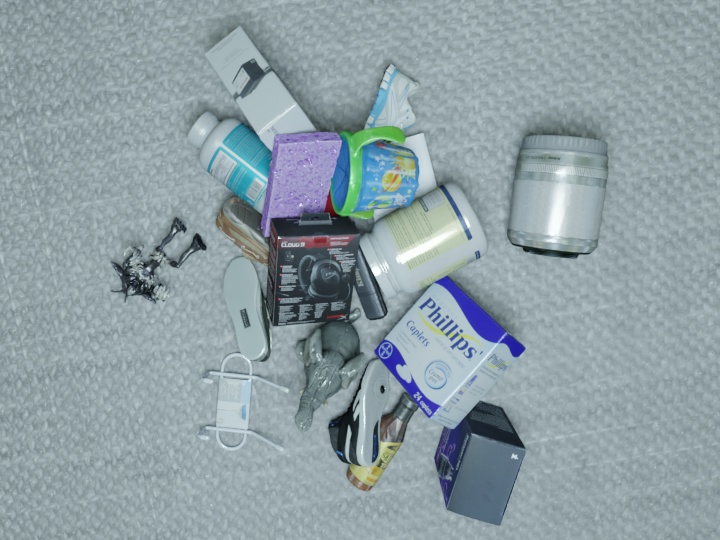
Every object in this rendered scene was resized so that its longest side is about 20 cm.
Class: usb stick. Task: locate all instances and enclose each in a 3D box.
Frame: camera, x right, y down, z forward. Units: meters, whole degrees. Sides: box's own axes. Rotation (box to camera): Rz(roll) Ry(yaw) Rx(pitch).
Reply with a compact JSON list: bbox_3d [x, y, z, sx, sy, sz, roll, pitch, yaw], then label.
[{"bbox_3d":[0.000,0.000,1.166,0.032,0.055,0.202,-29,104,-38],"label":"usb stick"}]

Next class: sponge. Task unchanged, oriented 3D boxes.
[{"bbox_3d":[-0.105,-0.144,1.053,0.110,0.030,0.201,-9,140,-26],"label":"sponge"}]

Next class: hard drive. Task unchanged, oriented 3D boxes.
[{"bbox_3d":[0.081,-0.141,1.164,0.130,0.025,0.203,-15,97,3],"label":"hard drive"}]

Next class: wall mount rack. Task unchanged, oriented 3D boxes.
[{"bbox_3d":[-0.224,0.270,1.197,0.171,0.075,0.203,6,98,0],"label":"wall mount rack"}]

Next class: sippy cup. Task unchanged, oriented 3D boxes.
[{"bbox_3d":[0.026,-0.160,1.036,0.128,0.178,0.142,1,93,-16],"label":"sippy cup"}]

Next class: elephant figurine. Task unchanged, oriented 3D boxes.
[{"bbox_3d":[-0.055,0.175,1.119,0.139,0.200,0.158,-12,97,2],"label":"elephant figurine"}]

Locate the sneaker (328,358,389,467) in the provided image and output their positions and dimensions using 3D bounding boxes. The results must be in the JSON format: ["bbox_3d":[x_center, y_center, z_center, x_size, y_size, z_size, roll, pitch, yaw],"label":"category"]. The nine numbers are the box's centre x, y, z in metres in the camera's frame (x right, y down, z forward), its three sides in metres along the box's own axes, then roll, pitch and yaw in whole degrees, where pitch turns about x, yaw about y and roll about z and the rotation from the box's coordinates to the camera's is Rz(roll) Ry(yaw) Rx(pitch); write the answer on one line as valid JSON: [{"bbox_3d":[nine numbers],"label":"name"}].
[{"bbox_3d":[-0.012,0.272,1.198,0.111,0.073,0.203,-8,66,42],"label":"sneaker"}]

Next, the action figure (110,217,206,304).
[{"bbox_3d":[-0.390,-0.005,1.151,0.200,0.102,0.119,-42,107,4],"label":"action figure"}]

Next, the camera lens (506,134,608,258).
[{"bbox_3d":[0.350,-0.129,1.095,0.157,0.160,0.203,6,98,0],"label":"camera lens"}]

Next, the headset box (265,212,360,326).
[{"bbox_3d":[-0.087,-0.008,1.094,0.147,0.077,0.203,-4,121,-19],"label":"headset box"}]

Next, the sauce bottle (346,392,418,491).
[{"bbox_3d":[0.047,0.334,1.206,0.066,0.066,0.201,31,99,-3],"label":"sauce bottle"}]

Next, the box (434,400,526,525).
[{"bbox_3d":[0.214,0.340,1.137,0.103,0.200,0.150,17,97,-2],"label":"box"}]

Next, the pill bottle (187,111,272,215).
[{"bbox_3d":[-0.213,-0.198,1.118,0.199,0.111,0.111,38,96,-4],"label":"pill bottle"}]

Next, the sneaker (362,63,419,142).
[{"bbox_3d":[0.052,-0.266,1.112,0.086,0.075,0.202,22,86,-6],"label":"sneaker"}]

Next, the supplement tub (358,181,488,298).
[{"bbox_3d":[0.109,-0.050,1.090,0.198,0.145,0.146,-27,96,4],"label":"supplement tub"}]

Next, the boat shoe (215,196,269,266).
[{"bbox_3d":[-0.189,-0.052,1.164,0.200,0.076,0.072,45,126,-13],"label":"boat shoe"}]

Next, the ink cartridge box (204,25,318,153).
[{"bbox_3d":[-0.159,-0.289,1.050,0.083,0.145,0.201,-36,67,4],"label":"ink cartridge box"}]

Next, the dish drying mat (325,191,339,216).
[{"bbox_3d":[-0.077,-0.073,1.168,0.076,0.018,0.203,-4,98,-25],"label":"dish drying mat"}]

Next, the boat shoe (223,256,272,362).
[{"bbox_3d":[-0.211,0.076,1.173,0.070,0.064,0.203,-14,74,8],"label":"boat shoe"}]

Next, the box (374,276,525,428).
[{"bbox_3d":[0.157,0.143,1.113,0.200,0.105,0.184,-49,50,6],"label":"box"}]
